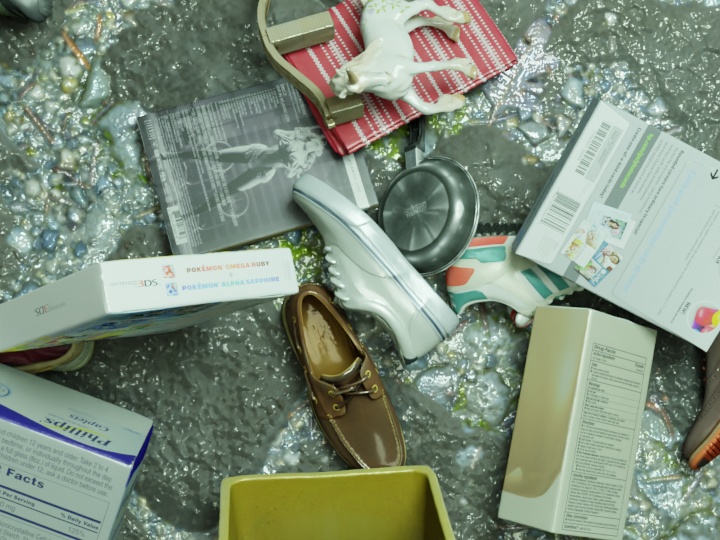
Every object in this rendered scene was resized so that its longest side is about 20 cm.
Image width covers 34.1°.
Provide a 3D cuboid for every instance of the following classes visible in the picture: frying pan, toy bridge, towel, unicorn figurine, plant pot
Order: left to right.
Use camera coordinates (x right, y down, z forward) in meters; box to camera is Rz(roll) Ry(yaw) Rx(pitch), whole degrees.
[{"bbox_3d":[-0.058,-0.219,1.097,0.067,0.027,0.201,-17,71,-8],"label":"toy bridge"},{"bbox_3d":[-0.021,0.305,1.009,0.195,0.194,0.201,-2,108,-4],"label":"plant pot"},{"bbox_3d":[0.032,-0.208,1.129,0.200,0.022,0.145,-29,74,-11],"label":"towel"},{"bbox_3d":[0.034,-0.194,1.058,0.137,0.074,0.200,6,40,-14],"label":"unicorn figurine"},{"bbox_3d":[0.066,-0.089,1.101,0.115,0.031,0.191,8,85,39],"label":"frying pan"}]

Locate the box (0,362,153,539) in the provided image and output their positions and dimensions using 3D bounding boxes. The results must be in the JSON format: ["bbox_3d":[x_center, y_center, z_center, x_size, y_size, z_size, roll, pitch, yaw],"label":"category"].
[{"bbox_3d":[-0.297,0.201,1.013,0.183,0.105,0.201,21,104,-2],"label":"box"}]

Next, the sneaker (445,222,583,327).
[{"bbox_3d":[0.175,0.005,1.120,0.199,0.070,0.094,1,102,-6],"label":"sneaker"}]

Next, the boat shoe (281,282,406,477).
[{"bbox_3d":[-0.017,0.104,1.088,0.072,0.068,0.201,-25,87,-6],"label":"boat shoe"}]

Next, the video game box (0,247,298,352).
[{"bbox_3d":[-0.184,0.025,0.986,0.182,0.200,0.047,-8,84,-42],"label":"video game box"}]

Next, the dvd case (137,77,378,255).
[{"bbox_3d":[-0.098,-0.103,1.120,0.199,0.016,0.149,-16,78,-5],"label":"dvd case"}]

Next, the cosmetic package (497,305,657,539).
[{"bbox_3d":[0.200,0.140,1.078,0.105,0.071,0.201,18,81,-38],"label":"cosmetic package"}]

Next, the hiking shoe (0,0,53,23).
[{"bbox_3d":[-0.387,-0.250,1.103,0.199,0.076,0.101,17,92,7],"label":"hiking shoe"}]

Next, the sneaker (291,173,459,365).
[{"bbox_3d":[0.000,0.000,1.063,0.071,0.073,0.200,-43,87,-8],"label":"sneaker"}]

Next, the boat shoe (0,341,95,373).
[{"bbox_3d":[-0.346,0.060,1.070,0.199,0.066,0.074,-2,84,-4],"label":"boat shoe"}]

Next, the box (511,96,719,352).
[{"bbox_3d":[0.260,-0.041,1.052,0.199,0.041,0.156,26,103,-4],"label":"box"}]

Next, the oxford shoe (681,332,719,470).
[{"bbox_3d":[0.354,0.096,1.125,0.072,0.071,0.200,30,86,28],"label":"oxford shoe"}]
